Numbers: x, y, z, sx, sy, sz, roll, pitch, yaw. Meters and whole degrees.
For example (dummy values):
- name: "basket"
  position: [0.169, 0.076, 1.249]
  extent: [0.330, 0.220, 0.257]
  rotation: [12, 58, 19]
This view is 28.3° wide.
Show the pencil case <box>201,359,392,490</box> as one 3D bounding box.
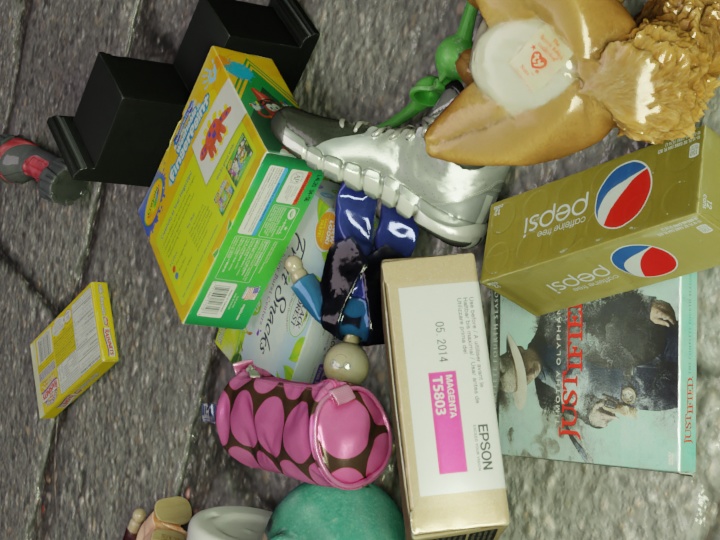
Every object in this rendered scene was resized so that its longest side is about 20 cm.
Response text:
- name: "pencil case"
  position: [-0.053, 0.127, 1.203]
  extent: [0.199, 0.090, 0.095]
  rotation: [0, 93, 58]

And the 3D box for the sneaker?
- name: "sneaker"
  position: [0.033, -0.113, 1.157]
  extent: [0.117, 0.198, 0.075]
  rotation: [-62, -3, 14]

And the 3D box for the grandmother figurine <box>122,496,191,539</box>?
- name: "grandmother figurine"
  position: [-0.247, 0.327, 1.579]
  extent: [0.200, 0.060, 0.122]
  rotation: [-45, 25, 46]

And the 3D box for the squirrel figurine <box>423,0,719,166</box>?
- name: "squirrel figurine"
  position: [0.161, -0.143, 0.971]
  extent: [0.197, 0.186, 0.144]
  rotation: [10, 104, 21]

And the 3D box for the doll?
- name: "doll"
  position: [0.000, 0.000, 1.217]
  extent: [0.048, 0.134, 0.203]
  rotation: [48, -129, -79]

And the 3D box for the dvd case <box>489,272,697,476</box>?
- name: "dvd case"
  position: [0.166, 0.069, 1.052]
  extent: [0.199, 0.022, 0.148]
  rotation: [-2, 85, 56]

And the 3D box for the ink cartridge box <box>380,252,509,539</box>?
- name: "ink cartridge box"
  position: [0.060, 0.106, 1.080]
  extent: [0.165, 0.074, 0.203]
  rotation: [89, 176, -75]

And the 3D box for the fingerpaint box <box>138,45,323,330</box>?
- name: "fingerpaint box"
  position: [-0.122, -0.076, 1.336]
  extent: [0.201, 0.073, 0.168]
  rotation: [-61, 39, 29]

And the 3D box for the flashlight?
- name: "flashlight"
  position: [-0.416, -0.127, 1.837]
  extent: [0.199, 0.067, 0.069]
  rotation: [28, 108, 52]

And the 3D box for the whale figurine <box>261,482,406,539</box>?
- name: "whale figurine"
  position: [-0.004, 0.233, 1.166]
  extent: [0.105, 0.157, 0.200]
  rotation: [-70, 19, 4]

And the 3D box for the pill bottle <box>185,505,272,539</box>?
- name: "pill bottle"
  position: [-0.117, 0.335, 1.339]
  extent: [0.119, 0.118, 0.203]
  rotation: [22, 104, 52]

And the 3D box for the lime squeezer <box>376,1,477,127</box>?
- name: "lime squeezer"
  position: [0.062, -0.171, 1.202]
  extent: [0.201, 0.037, 0.071]
  rotation: [-57, 45, 35]

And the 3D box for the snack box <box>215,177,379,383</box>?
- name: "snack box"
  position: [-0.060, 0.016, 1.342]
  extent: [0.142, 0.052, 0.202]
  rotation: [41, 119, 47]

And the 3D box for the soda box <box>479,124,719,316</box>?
- name: "soda box"
  position: [0.175, -0.029, 0.987]
  extent: [0.199, 0.064, 0.069]
  rotation: [-20, 50, 48]

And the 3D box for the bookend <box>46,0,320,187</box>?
- name: "bookend"
  position: [-0.174, -0.185, 1.395]
  extent: [0.093, 0.198, 0.200]
  rotation: [57, 131, 39]

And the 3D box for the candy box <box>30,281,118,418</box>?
- name: "candy box"
  position: [-0.357, 0.101, 1.770]
  extent: [0.200, 0.026, 0.104]
  rotation: [-37, 61, 47]
